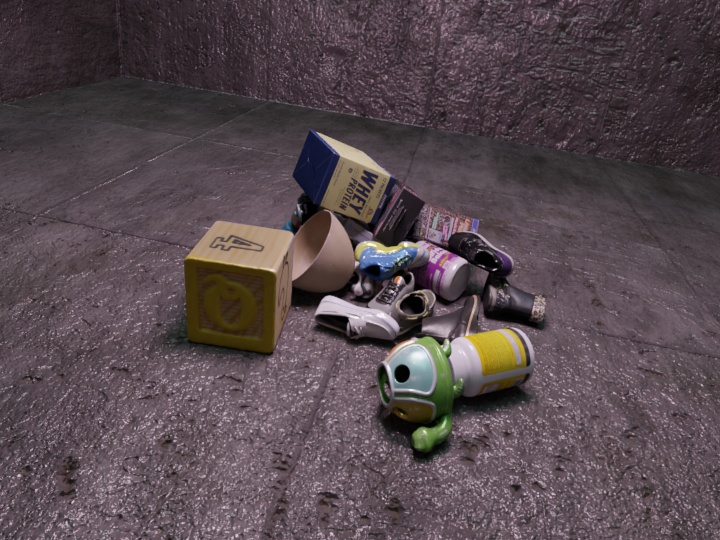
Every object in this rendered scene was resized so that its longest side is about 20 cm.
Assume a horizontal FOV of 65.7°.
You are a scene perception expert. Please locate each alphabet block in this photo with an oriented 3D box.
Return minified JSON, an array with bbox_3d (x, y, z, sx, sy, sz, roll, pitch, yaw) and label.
[{"bbox_3d":[-0.254,0.030,1.200,0.188,0.202,0.202,6,27,2],"label":"alphabet block"}]

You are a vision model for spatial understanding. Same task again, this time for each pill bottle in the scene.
[{"bbox_3d":[0.240,0.185,1.114,0.193,0.118,0.114,-6,29,-26],"label":"pill bottle"},{"bbox_3d":[0.185,-0.011,1.483,0.197,0.116,0.111,28,33,34],"label":"pill bottle"}]

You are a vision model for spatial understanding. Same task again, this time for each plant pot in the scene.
[{"bbox_3d":[-0.089,-0.026,1.390,0.133,0.201,0.202,35,14,-28],"label":"plant pot"}]

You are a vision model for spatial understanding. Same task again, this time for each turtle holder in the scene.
[{"bbox_3d":[0.102,0.220,1.013,0.127,0.194,0.140,-3,-4,-21],"label":"turtle holder"}]

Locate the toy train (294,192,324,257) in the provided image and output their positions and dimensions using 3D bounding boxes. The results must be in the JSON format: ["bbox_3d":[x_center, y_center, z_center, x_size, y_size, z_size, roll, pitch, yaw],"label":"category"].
[{"bbox_3d":[-0.133,-0.112,1.511,0.082,0.208,0.114,-10,17,-7],"label":"toy train"}]

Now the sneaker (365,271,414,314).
[{"bbox_3d":[0.071,0.062,1.351,0.072,0.082,0.199,22,32,24],"label":"sneaker"}]

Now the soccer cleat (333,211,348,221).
[{"bbox_3d":[-0.005,-0.151,1.759,0.071,0.071,0.198,-10,29,-39],"label":"soccer cleat"}]

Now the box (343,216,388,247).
[{"bbox_3d":[0.028,-0.098,1.572,0.153,0.042,0.200,35,10,-2],"label":"box"}]

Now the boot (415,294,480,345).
[{"bbox_3d":[0.209,0.110,1.305,0.133,0.080,0.201,8,25,12],"label":"boot"}]

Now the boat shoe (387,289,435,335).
[{"bbox_3d":[0.130,0.086,1.311,0.072,0.061,0.200,45,36,14],"label":"boat shoe"}]

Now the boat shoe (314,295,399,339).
[{"bbox_3d":[-0.011,0.121,1.239,0.193,0.076,0.066,14,42,20],"label":"boat shoe"}]

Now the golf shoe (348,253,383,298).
[{"bbox_3d":[0.000,0.000,1.456,0.088,0.075,0.202,2,27,-12],"label":"golf shoe"}]

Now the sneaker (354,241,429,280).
[{"bbox_3d":[0.081,-0.013,1.385,0.192,0.077,0.107,2,44,-4],"label":"sneaker"}]

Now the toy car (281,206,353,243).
[{"bbox_3d":[-0.099,-0.143,1.656,0.198,0.186,0.178,37,26,-5],"label":"toy car"}]

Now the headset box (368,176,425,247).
[{"bbox_3d":[0.093,-0.154,1.499,0.076,0.152,0.201,29,13,-13],"label":"headset box"}]

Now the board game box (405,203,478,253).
[{"bbox_3d":[0.211,-0.116,1.596,0.193,0.101,0.159,15,-4,-19],"label":"board game box"}]

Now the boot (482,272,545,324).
[{"bbox_3d":[0.398,0.063,1.451,0.148,0.076,0.205,16,28,7],"label":"boot"}]

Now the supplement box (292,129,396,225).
[{"bbox_3d":[-0.047,-0.246,1.472,0.195,0.138,0.201,15,22,-32],"label":"supplement box"}]

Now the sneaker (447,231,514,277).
[{"bbox_3d":[0.298,-0.051,1.441,0.197,0.078,0.086,30,17,37],"label":"sneaker"}]
